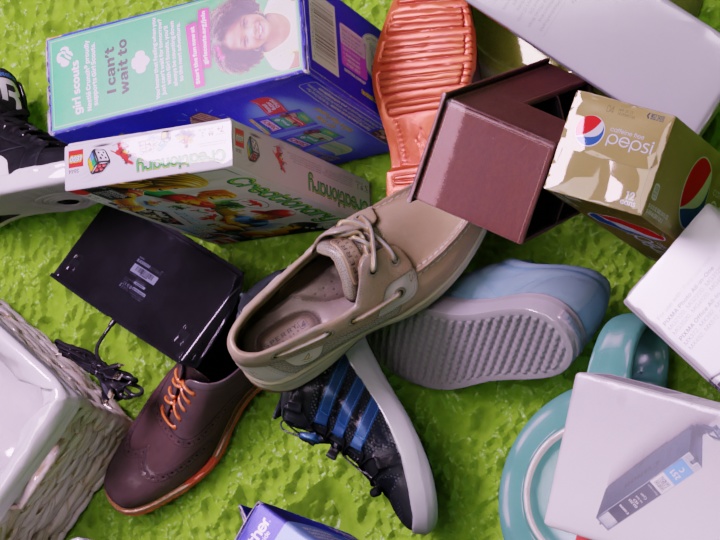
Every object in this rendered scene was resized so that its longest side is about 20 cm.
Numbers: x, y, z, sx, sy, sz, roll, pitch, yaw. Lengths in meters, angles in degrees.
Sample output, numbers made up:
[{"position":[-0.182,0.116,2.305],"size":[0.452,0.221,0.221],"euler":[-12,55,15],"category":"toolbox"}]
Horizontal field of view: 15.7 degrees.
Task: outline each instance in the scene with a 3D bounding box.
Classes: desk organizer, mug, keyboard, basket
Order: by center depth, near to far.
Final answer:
[{"position":[0.155,0.132,1.624],"size":[0.152,0.114,0.186],"euler":[-37,65,15],"category":"mug"},{"position":[0.108,-0.076,1.639],"size":[0.077,0.200,0.072],"euler":[24,109,17],"category":"desk organizer"},{"position":[-0.160,0.027,1.822],"size":[0.127,0.021,0.200],"euler":[-53,37,-6],"category":"keyboard"},{"position":[-0.274,0.095,1.850],"size":[0.200,0.123,0.136],"euler":[38,96,28],"category":"basket"}]

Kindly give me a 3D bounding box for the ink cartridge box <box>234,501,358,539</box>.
[{"position":[-0.006,0.221,1.674],"size":[0.199,0.136,0.077],"euler":[30,90,29],"category":"ink cartridge box"}]

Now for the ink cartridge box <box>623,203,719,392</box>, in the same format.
[{"position":[0.272,0.060,1.563],"size":[0.200,0.145,0.083],"euler":[45,102,27],"category":"ink cartridge box"}]

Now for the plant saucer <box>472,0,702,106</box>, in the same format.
[{"position":[0.134,-0.199,1.761],"size":[0.199,0.031,0.201],"euler":[-7,75,25],"category":"plant saucer"}]

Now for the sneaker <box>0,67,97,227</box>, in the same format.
[{"position":[-0.247,-0.098,1.887],"size":[0.199,0.073,0.113],"euler":[-12,73,43],"category":"sneaker"}]

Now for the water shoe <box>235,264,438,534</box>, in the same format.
[{"position":[-0.017,0.093,1.727],"size":[0.079,0.072,0.201],"euler":[-25,77,-10],"category":"water shoe"}]

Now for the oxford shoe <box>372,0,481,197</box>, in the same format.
[{"position":[0.052,-0.104,1.753],"size":[0.071,0.073,0.201],"euler":[0,84,23],"category":"oxford shoe"}]

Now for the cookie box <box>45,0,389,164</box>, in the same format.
[{"position":[-0.086,-0.121,1.777],"size":[0.199,0.171,0.076],"euler":[-12,70,24],"category":"cookie box"}]

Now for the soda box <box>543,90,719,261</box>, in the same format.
[{"position":[0.185,-0.048,1.602],"size":[0.067,0.200,0.064],"euler":[17,86,27],"category":"soda box"}]

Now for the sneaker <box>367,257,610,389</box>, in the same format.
[{"position":[0.082,0.029,1.725],"size":[0.199,0.082,0.074],"euler":[4,123,41],"category":"sneaker"}]

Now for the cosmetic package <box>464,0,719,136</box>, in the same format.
[{"position":[0.147,-0.161,1.666],"size":[0.199,0.101,0.071],"euler":[33,96,7],"category":"cosmetic package"}]

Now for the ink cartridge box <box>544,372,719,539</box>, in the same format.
[{"position":[0.198,0.165,1.488],"size":[0.199,0.045,0.177],"euler":[14,95,35],"category":"ink cartridge box"}]

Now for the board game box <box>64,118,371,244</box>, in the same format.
[{"position":[-0.092,-0.057,1.747],"size":[0.126,0.200,0.035],"euler":[-7,77,26],"category":"board game box"}]

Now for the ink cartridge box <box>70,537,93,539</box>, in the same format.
[{"position":[-0.212,0.300,1.792],"size":[0.145,0.084,0.201],"euler":[-21,69,21],"category":"ink cartridge box"}]

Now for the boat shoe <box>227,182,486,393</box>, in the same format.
[{"position":[0.000,0.000,1.671],"size":[0.200,0.065,0.072],"euler":[-37,68,-1],"category":"boat shoe"}]

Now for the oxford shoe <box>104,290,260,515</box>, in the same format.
[{"position":[-0.118,0.085,1.800],"size":[0.200,0.072,0.071],"euler":[-50,62,8],"category":"oxford shoe"}]
